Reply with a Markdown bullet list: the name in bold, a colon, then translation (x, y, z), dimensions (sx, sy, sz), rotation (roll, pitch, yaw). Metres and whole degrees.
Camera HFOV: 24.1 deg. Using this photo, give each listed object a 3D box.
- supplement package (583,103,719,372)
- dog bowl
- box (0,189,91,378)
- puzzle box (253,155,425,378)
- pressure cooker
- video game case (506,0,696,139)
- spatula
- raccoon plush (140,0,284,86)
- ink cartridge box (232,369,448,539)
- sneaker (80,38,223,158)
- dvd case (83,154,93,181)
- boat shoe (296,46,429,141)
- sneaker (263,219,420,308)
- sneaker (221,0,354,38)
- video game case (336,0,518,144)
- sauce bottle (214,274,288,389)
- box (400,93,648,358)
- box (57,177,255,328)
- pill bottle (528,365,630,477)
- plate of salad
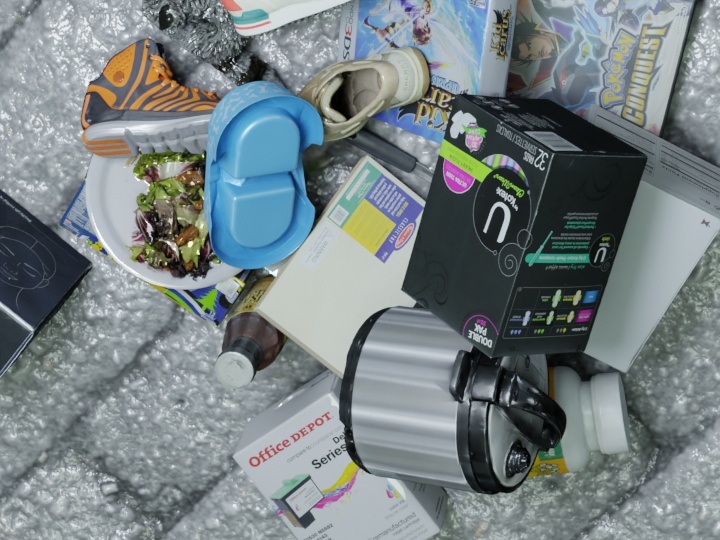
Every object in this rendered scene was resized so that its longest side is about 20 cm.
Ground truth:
- **supplement package**: translation (0.245, -0.031, 1.666), dimensions (0.155, 0.111, 0.200), rotation (26, 121, -3)
- **dog bowl**: translation (-0.101, -0.096, 1.646), dimensions (0.111, 0.050, 0.201), rotation (-11, 130, -23)
- **box**: translation (-0.417, 0.005, 1.768), dimensions (0.200, 0.197, 0.124), rotation (39, 113, -6)
- **puzzle box**: translation (0.000, 0.000, 1.720), dimensions (0.133, 0.025, 0.200), rotation (38, 75, -10)
- **pressure cooker**: translation (0.100, 0.128, 1.635), dimensions (0.199, 0.176, 0.180), rotation (6, 114, 28)
- **video game case**: translation (0.222, -0.197, 1.672), dimensions (0.180, 0.026, 0.201), rotation (13, 112, 5)
- **spatula**: translation (0.067, -0.098, 1.738), dimensions (0.199, 0.021, 0.057), rotation (29, 106, 0)
- **raccoon plush**: translation (-0.126, -0.274, 1.695), dimensions (0.200, 0.097, 0.134), rotation (33, 100, -36)
- **ink cartridge box**: translation (-0.022, 0.226, 1.842), dimensions (0.145, 0.084, 0.200), rotation (-34, 101, 20)
- **sneaker**: translation (-0.181, -0.178, 1.681), dimensions (0.199, 0.078, 0.113), rotation (-1, 68, 1)
- **dvd case**: translation (-0.190, -0.094, 1.789), dimensions (0.199, 0.016, 0.149), rotation (23, 112, 2)
- **boat shoe**: translation (-0.018, -0.169, 1.641), dimensions (0.200, 0.065, 0.073), rotation (-14, 93, 51)
- **sneaker**: translation (-0.011, 0.000, 1.762), dimensions (0.199, 0.077, 0.081), rotation (29, 105, -6)
- **sneaker**: translation (-0.055, -0.293, 1.586), dimensions (0.199, 0.070, 0.094), rotation (-18, 122, 27)
- **video game case**: translation (0.060, -0.225, 1.621), dimensions (0.200, 0.045, 0.182), rotation (26, 120, 42)
- **sauce bottle**: translation (-0.105, 0.064, 1.734), dimensions (0.066, 0.200, 0.066), rotation (3, 110, 7)
- **box**: translation (0.147, -0.041, 1.543), dimensions (0.124, 0.148, 0.201), rotation (-2, 117, -37)
- **box**: translation (-0.211, -0.028, 1.770), dimensions (0.200, 0.070, 0.064), rotation (34, 112, -4)
- **pill bottle**: translation (0.178, 0.161, 1.767), dimensions (0.199, 0.113, 0.113), rotation (-8, 109, 12)
- **plate of salad**: translation (-0.179, -0.081, 1.715), dimensions (0.199, 0.048, 0.201), rotation (2, 80, -11)
